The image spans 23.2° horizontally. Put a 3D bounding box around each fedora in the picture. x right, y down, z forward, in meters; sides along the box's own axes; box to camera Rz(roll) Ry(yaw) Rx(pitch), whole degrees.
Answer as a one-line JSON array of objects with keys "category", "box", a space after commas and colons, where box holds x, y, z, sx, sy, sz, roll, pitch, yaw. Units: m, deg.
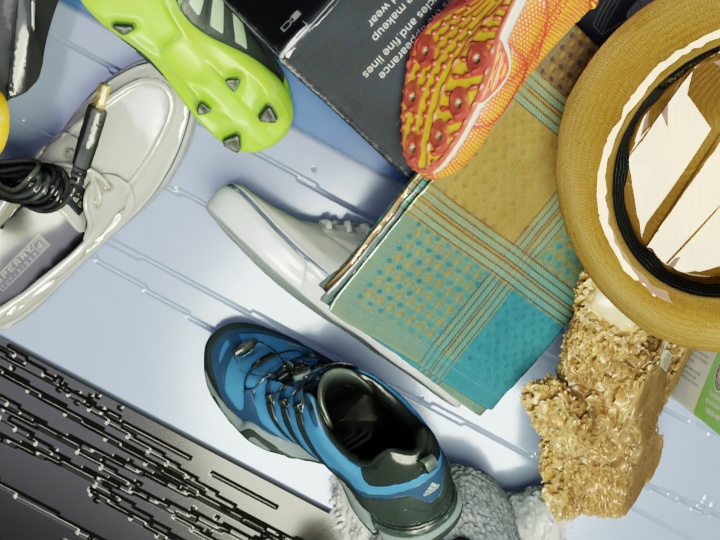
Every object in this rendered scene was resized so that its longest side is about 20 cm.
[{"category": "fedora", "box": [0.200, -0.058, 0.905, 0.200, 0.082, 0.201, 4, 103, 18]}]

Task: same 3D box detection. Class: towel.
[{"category": "towel", "box": [0.086, -0.026, 0.970, 0.147, 0.022, 0.200, 37, 94, -35]}]

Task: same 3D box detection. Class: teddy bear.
[{"category": "teddy bear", "box": [0.142, 0.055, 1.012, 0.067, 0.200, 0.145, 24, 62, 24]}]

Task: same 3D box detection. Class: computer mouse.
[{"category": "computer mouse", "box": [-0.197, -0.133, 1.013, 0.140, 0.046, 0.201, 19, 91, 31]}]

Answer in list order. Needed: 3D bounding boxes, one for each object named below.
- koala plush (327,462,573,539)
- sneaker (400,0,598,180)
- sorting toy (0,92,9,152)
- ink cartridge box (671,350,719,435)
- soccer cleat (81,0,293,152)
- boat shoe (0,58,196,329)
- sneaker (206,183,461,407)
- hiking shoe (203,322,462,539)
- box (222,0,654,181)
[{"category": "koala plush", "box": [0.038, 0.205, 1.047, 0.177, 0.184, 0.201, 13, 74, -4]}, {"category": "sneaker", "box": [0.085, -0.131, 0.890, 0.077, 0.073, 0.200, 16, 110, -40]}, {"category": "sorting toy", "box": [-0.304, -0.055, 0.958, 0.107, 0.180, 0.201, 36, 112, 31]}, {"category": "ink cartridge box", "box": [0.257, -0.002, 1.021, 0.084, 0.146, 0.201, 13, 95, -3]}, {"category": "soccer cleat", "box": [-0.109, -0.154, 1.017, 0.067, 0.081, 0.200, -31, 112, 17]}, {"category": "boat shoe", "box": [-0.173, -0.045, 1.048, 0.200, 0.066, 0.072, -44, 94, 3]}, {"category": "sneaker", "box": [0.000, 0.000, 1.061, 0.200, 0.073, 0.071, 36, 84, -13]}, {"category": "hiking shoe", "box": [-0.017, 0.075, 1.017, 0.200, 0.087, 0.074, 33, 58, 32]}, {"category": "box", "box": [0.065, -0.147, 0.982, 0.197, 0.117, 0.200, -47, 122, 3]}]
